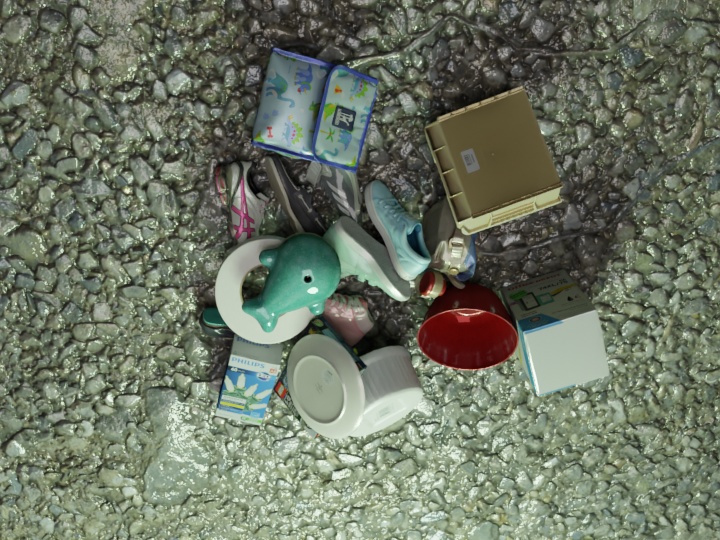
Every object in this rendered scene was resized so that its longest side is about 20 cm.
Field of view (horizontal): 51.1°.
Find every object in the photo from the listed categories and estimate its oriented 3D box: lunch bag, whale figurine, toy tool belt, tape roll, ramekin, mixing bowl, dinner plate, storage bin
[{"bbox_3d":[-0.080,-0.276,1.318,0.196,0.127,0.173,14,97,-10],"label":"lunch bag"},{"bbox_3d":[-0.123,0.027,1.349,0.200,0.104,0.159,-43,106,4],"label":"whale figurine"},{"bbox_3d":[0.184,-0.033,1.435,0.121,0.125,0.204,18,68,-21],"label":"toy tool belt"},{"bbox_3d":[-0.173,0.036,1.417,0.199,0.037,0.207,-2,104,-9],"label":"tape roll"},{"bbox_3d":[0.031,0.248,1.517,0.198,0.099,0.201,-24,153,-13],"label":"ramekin"},{"bbox_3d":[0.213,0.097,1.501,0.196,0.110,0.202,5,140,4],"label":"mixing bowl"},{"bbox_3d":[-0.072,0.220,1.410,0.198,0.024,0.204,10,107,37],"label":"dinner plate"},{"bbox_3d":[0.237,-0.193,1.353,0.195,0.094,0.203,-19,77,5],"label":"storage bin"}]

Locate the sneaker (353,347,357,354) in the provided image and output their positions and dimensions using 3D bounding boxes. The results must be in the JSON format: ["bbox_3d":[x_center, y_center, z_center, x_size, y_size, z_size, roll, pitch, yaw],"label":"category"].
[{"bbox_3d":[-0.069,0.208,1.528,0.082,0.072,0.200,33,136,-6],"label":"sneaker"}]

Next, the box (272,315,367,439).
[{"bbox_3d":[-0.082,0.208,1.455,0.137,0.037,0.202,45,125,23],"label":"box"}]

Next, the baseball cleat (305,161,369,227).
[{"bbox_3d":[-0.046,-0.151,1.429,0.104,0.070,0.204,-4,109,13],"label":"baseball cleat"}]

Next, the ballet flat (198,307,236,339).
[{"bbox_3d":[-0.227,0.114,1.524,0.196,0.073,0.074,6,113,-13],"label":"ballet flat"}]

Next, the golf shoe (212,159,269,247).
[{"bbox_3d":[-0.211,-0.107,1.422,0.090,0.073,0.203,-13,113,2],"label":"golf shoe"}]

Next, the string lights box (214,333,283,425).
[{"bbox_3d":[-0.228,0.224,1.535,0.101,0.060,0.202,13,131,-9],"label":"string lights box"}]

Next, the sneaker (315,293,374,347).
[{"bbox_3d":[-0.049,0.065,1.504,0.104,0.076,0.200,-35,118,15],"label":"sneaker"}]

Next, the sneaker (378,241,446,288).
[{"bbox_3d":[0.079,-0.017,1.482,0.196,0.074,0.081,13,107,-9],"label":"sneaker"}]

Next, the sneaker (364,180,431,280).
[{"bbox_3d":[0.079,-0.089,1.409,0.082,0.073,0.203,-33,79,42],"label":"sneaker"}]

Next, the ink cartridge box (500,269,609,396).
[{"bbox_3d":[0.378,0.117,1.489,0.144,0.201,0.148,-17,112,3],"label":"ink cartridge box"}]

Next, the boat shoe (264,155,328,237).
[{"bbox_3d":[-0.119,-0.135,1.429,0.062,0.073,0.202,-30,115,-13],"label":"boat shoe"}]

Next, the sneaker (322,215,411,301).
[{"bbox_3d":[0.000,0.000,1.430,0.200,0.074,0.118,44,127,-9],"label":"sneaker"}]
